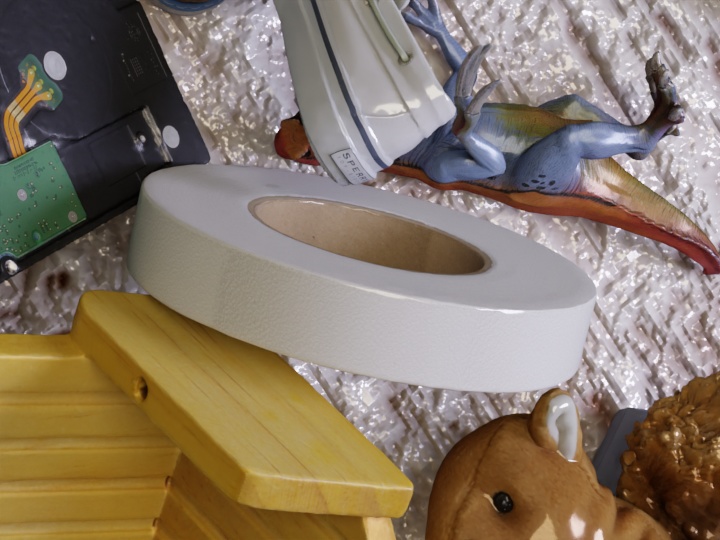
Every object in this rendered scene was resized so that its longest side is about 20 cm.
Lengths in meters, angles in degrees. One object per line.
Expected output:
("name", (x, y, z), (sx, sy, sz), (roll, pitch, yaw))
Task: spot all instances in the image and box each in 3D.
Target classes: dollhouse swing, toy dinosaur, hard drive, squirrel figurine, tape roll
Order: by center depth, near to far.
("dollhouse swing", (-0.117, 0.132, 0.828), (0.175, 0.182, 0.201), (-8, 128, -44))
("hard drive", (-0.157, -0.071, 0.884), (0.200, 0.038, 0.141), (-37, 105, -52))
("tape roll", (0.000, 0.000, 0.897), (0.201, 0.203, 0.037), (10, 103, -13))
("squirrel figurine", (0.124, 0.128, 0.928), (0.200, 0.142, 0.187), (-39, 86, -27))
("toy dinosaur", (0.059, -0.050, 0.976), (0.180, 0.105, 0.202), (-19, 104, 6))

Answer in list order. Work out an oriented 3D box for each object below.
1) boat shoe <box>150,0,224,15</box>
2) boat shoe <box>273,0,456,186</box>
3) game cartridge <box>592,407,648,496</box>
("boat shoe", (-0.103, -0.215, 0.949), (0.072, 0.072, 0.201), (-31, 94, -14))
("boat shoe", (-0.004, -0.126, 0.932), (0.066, 0.074, 0.201), (-23, 59, 10))
("game cartridge", (0.189, 0.155, 1.019), (0.199, 0.042, 0.134), (30, 84, -10))
